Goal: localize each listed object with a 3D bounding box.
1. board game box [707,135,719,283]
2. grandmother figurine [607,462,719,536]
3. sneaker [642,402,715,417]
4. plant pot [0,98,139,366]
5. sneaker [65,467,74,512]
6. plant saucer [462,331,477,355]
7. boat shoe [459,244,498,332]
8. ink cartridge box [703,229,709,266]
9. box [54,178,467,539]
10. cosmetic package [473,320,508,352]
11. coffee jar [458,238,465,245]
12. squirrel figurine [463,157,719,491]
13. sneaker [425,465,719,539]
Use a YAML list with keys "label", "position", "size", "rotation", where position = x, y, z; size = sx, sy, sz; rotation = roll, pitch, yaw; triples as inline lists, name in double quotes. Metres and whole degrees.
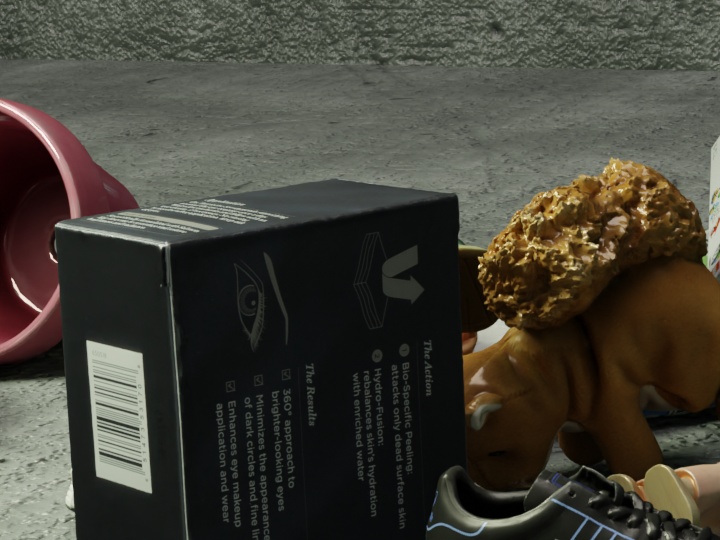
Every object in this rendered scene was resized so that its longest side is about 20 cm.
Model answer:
- label: "board game box"
  position: [0.284, -0.017, 1.643]
  size: [0.126, 0.035, 0.200]
  rotation: [27, 29, -7]
- label: "grandmother figurine"
  position: [0.227, 0.120, 1.427]
  size: [0.199, 0.061, 0.121]
  rotation: [-7, 1, -35]
- label: "sneaker"
  position: [0.206, 0.057, 1.686]
  size: [0.077, 0.076, 0.200]
  rotation: [3, 13, 43]
- label: "plant pot"
  position: [-0.256, -0.024, 1.936]
  size: [0.199, 0.201, 0.179]
  rotation: [3, -3, 24]
- label: "sneaker"
  position: [-0.080, 0.093, 1.525]
  size: [0.199, 0.091, 0.078]
  rotation: [-7, 11, -33]
- label: "plant saucer"
  position: [-0.026, 0.035, 1.625]
  size: [0.199, 0.038, 0.200]
  rotation: [11, 15, -3]
- label: "boat shoe"
  position: [0.001, -0.002, 1.582]
  size: [0.200, 0.073, 0.063]
  rotation: [4, 11, -37]
- label: "ink cartridge box"
  position: [0.255, 0.019, 1.660]
  size: [0.200, 0.059, 0.104]
  rotation: [42, 31, 20]
- label: "box"
  position: [-0.050, 0.062, 1.403]
  size: [0.200, 0.197, 0.117]
  rotation: [-10, 13, -37]
- label: "cosmetic package"
  position: [0.093, 0.061, 1.752]
  size: [0.150, 0.052, 0.200]
  rotation: [5, 13, 25]
- label: "coffee jar"
  position: [-0.021, 0.023, 1.873]
  size: [0.199, 0.086, 0.104]
  rotation: [-8, 8, -31]
- label: "squirrel figurine"
  position: [0.121, 0.036, 1.524]
  size: [0.186, 0.201, 0.142]
  rotation: [-18, 24, -12]
- label: "sneaker"
  position: [0.128, 0.140, 1.280]
  size: [0.199, 0.078, 0.070]
  rotation: [1, 11, 16]
